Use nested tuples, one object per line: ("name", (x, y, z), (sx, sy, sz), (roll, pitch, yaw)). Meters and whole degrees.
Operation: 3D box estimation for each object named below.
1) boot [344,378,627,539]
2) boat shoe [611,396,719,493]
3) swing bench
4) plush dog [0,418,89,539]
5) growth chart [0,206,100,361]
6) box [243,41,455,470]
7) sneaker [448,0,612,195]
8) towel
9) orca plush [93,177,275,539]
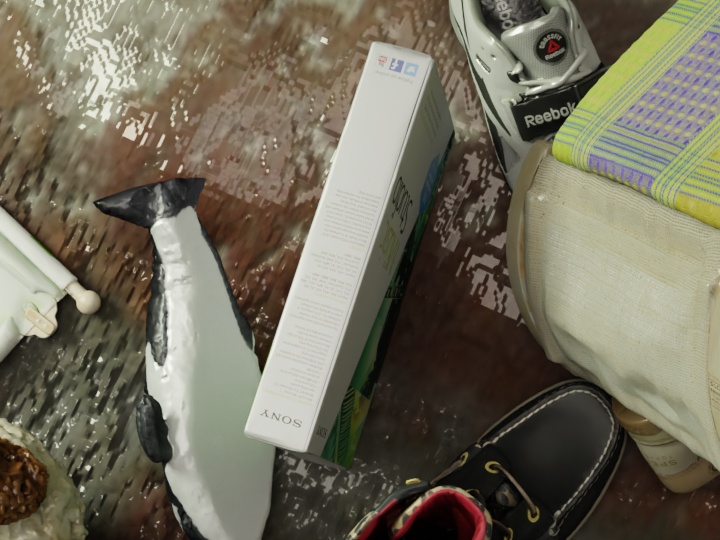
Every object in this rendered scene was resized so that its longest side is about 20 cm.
("boot", (0.054, 0.125, 0.795), (0.200, 0.151, 0.073), (-39, 78, -2))
("boat shoe", (0.221, 0.034, 0.841), (0.200, 0.071, 0.065), (-37, 113, -6))
("swing bench", (0.182, -0.022, 0.757), (0.200, 0.199, 0.130), (-40, 117, -8))
("plush dog", (-0.172, 0.157, 0.825), (0.160, 0.200, 0.172), (-19, 87, -30))
("growth chart", (-0.265, 0.033, 0.919), (0.200, 0.018, 0.145), (-42, 77, -2))
("box", (0.000, 0.000, 0.828), (0.036, 0.144, 0.200), (18, 83, 11))
("sneaker", (0.098, -0.095, 0.863), (0.074, 0.089, 0.200), (-27, 80, 0))
("towel", (0.172, -0.078, 0.694), (0.144, 0.200, 0.023), (-45, 116, -6))
("orca plush", (-0.104, 0.055, 0.867), (0.071, 0.105, 0.200), (-12, 105, 43))
